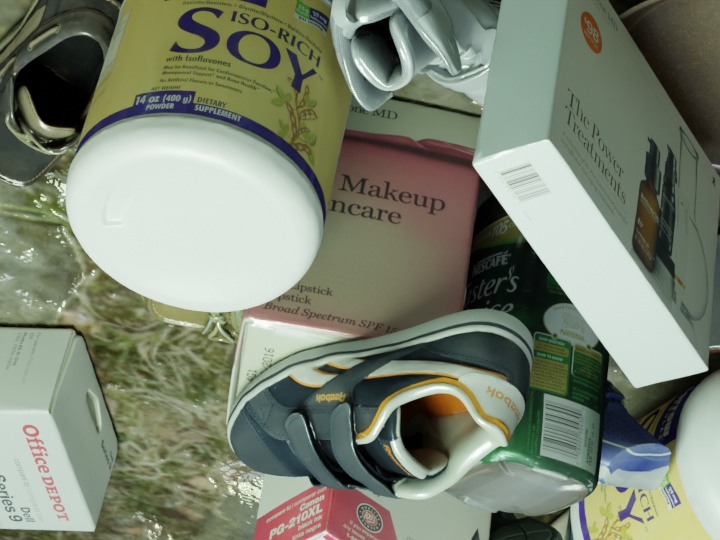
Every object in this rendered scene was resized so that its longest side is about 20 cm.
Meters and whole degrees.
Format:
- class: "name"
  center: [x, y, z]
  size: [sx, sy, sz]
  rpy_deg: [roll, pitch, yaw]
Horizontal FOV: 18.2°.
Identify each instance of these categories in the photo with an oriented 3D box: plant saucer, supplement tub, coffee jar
- class: "plant saucer"
  center: [0.222, -0.104, 1.327]
  size: [0.199, 0.037, 0.201]
  rpy_deg: [7, 139, 6]
- class: "supplement tub"
  center: [0.247, 0.147, 1.494]
  size: [0.145, 0.146, 0.200]
  rpy_deg: [25, 147, -16]
- class: "coffee jar"
  center: [0.105, 0.041, 1.363]
  size: [0.085, 0.201, 0.104]
  rpy_deg: [19, 155, -19]
- class: "supplement tub"
  center: [-0.079, -0.094, 1.282]
  size: [0.145, 0.201, 0.146]
  rpy_deg: [6, 140, 5]

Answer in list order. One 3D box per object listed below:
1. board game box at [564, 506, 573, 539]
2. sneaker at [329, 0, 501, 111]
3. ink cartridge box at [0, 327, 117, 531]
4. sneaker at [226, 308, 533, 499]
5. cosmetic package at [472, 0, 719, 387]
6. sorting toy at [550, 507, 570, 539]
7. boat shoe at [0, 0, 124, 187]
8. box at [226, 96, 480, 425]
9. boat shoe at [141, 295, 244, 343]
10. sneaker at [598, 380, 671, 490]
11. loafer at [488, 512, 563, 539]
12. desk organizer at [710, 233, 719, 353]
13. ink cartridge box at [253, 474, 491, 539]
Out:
- class: "board game box"
  center: [0.244, 0.252, 1.639]
  size: [0.199, 0.103, 0.105]
  rpy_deg: [6, 134, 1]
- class: "sneaker"
  center: [0.046, -0.124, 1.283]
  size: [0.075, 0.115, 0.200]
  rpy_deg: [-20, 130, 32]
- class: "ink cartridge box"
  center: [-0.294, 0.116, 1.660]
  size: [0.199, 0.088, 0.146]
  rpy_deg: [0, 138, 11]
- class: "sneaker"
  center: [0.003, 0.086, 1.258]
  size: [0.199, 0.080, 0.078]
  rpy_deg: [-22, 129, 30]
- class: "cosmetic package"
  center: [0.138, -0.055, 1.260]
  size: [0.052, 0.151, 0.200]
  rpy_deg: [-17, 133, 27]
- class: "sorting toy"
  center: [0.211, 0.249, 1.734]
  size: [0.185, 0.037, 0.200]
  rpy_deg: [27, 137, -18]
- class: "boat shoe"
  center: [-0.196, -0.112, 1.386]
  size: [0.074, 0.074, 0.200]
  rpy_deg: [21, 139, -11]
- class: "box"
  center: [0.000, 0.000, 1.371]
  size: [0.127, 0.201, 0.109]
  rpy_deg: [11, 139, -1]
- class: "boat shoe"
  center: [-0.056, 0.021, 1.513]
  size: [0.200, 0.063, 0.073]
  rpy_deg: [2, 138, 11]
- class: "sneaker"
  center: [0.120, 0.053, 1.452]
  size: [0.080, 0.199, 0.116]
  rpy_deg: [11, 106, -48]
- class: "loafer"
  center: [0.091, 0.204, 1.606]
  size: [0.072, 0.200, 0.063]
  rpy_deg: [-18, 102, -15]
- class: "desk organizer"
  center: [0.263, 0.012, 1.403]
  size: [0.199, 0.072, 0.077]
  rpy_deg: [-7, 173, 20]
- class: "ink cartridge box"
  center: [0.013, 0.147, 1.539]
  size: [0.145, 0.200, 0.084]
  rpy_deg: [36, 131, -27]
